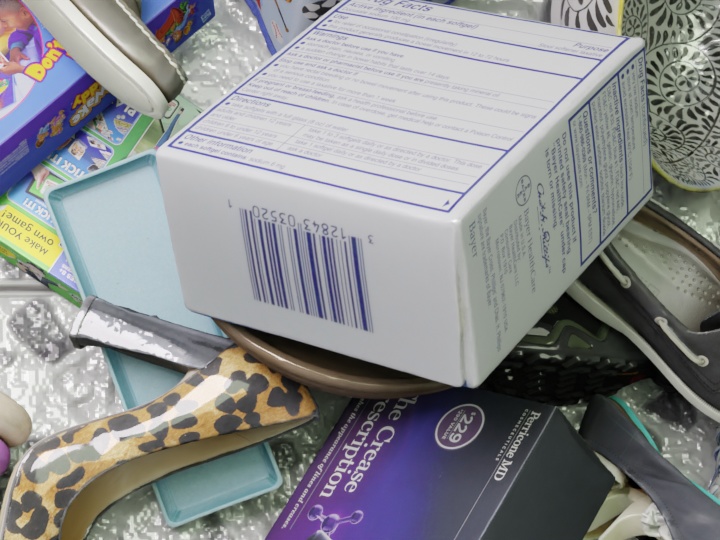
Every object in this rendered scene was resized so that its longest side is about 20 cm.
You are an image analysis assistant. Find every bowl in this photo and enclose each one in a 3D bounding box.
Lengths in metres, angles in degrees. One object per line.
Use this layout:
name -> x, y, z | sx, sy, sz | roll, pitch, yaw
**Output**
bowl -> 0.174, -0.150, 1.474 | 0.200, 0.094, 0.201 | -13, 107, -48

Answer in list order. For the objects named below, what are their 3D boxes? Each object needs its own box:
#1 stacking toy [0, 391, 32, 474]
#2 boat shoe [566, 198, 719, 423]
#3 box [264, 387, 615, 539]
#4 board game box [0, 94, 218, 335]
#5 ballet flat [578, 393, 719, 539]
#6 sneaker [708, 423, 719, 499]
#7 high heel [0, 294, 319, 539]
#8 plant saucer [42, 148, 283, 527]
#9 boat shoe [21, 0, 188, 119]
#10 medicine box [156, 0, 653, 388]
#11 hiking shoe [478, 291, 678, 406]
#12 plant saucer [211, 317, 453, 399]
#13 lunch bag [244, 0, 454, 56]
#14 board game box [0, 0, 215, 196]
stacking toy -> -0.255, 0.148, 1.326 | 0.085, 0.085, 0.200 | 27, 75, -2
boat shoe -> 0.194, 0.022, 1.390 | 0.200, 0.060, 0.074 | 39, 59, -1
box -> 0.023, 0.160, 1.331 | 0.200, 0.141, 0.079 | -58, 135, -21
board game box -> -0.103, -0.021, 1.430 | 0.200, 0.029, 0.135 | 33, 69, 0
ballet flat -> 0.152, 0.129, 1.361 | 0.073, 0.200, 0.073 | -10, 117, -20
sneaker -> 0.231, 0.112, 1.438 | 0.200, 0.077, 0.085 | -36, 72, -27
high heel -> -0.113, 0.124, 1.340 | 0.142, 0.071, 0.201 | 18, 83, 7
plant saucer -> -0.109, 0.037, 1.385 | 0.070, 0.019, 0.200 | -21, 90, 2
boat shoe -> -0.157, -0.161, 1.366 | 0.060, 0.072, 0.202 | -39, 63, -14
medicine box -> 0.028, -0.050, 1.301 | 0.182, 0.103, 0.200 | 14, 38, 31
hiking shoe -> 0.137, 0.020, 1.449 | 0.199, 0.076, 0.101 | -1, 64, -21
plant saucer -> 0.000, 0.000, 1.375 | 0.199, 0.030, 0.200 | 7, 44, -7
lunch bag -> 0.028, -0.224, 1.447 | 0.200, 0.170, 0.124 | -24, 76, -15
board game box -> -0.201, -0.135, 1.419 | 0.134, 0.045, 0.200 | 40, 69, 21
